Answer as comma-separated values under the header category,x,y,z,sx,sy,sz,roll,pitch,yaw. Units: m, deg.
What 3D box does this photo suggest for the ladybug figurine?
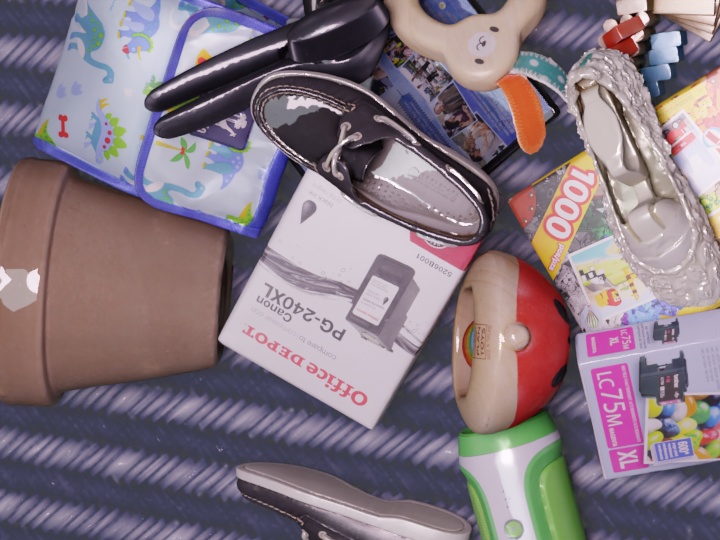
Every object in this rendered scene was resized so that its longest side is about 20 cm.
category,x,y,z,sx,sy,sz,roll,pitch,yaw
ladybug figurine,0.112,0.054,1.450,0.071,0.200,0.137,3,89,-4

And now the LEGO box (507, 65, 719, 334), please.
category,x,y,z,sx,sy,sz,roll,pitch,yaw
LEGO box,0.234,-0.042,1.442,0.199,0.077,0.150,-33,86,21

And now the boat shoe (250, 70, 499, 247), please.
category,x,y,z,sx,sy,sz,roll,pitch,yaw
boat shoe,0.008,-0.078,1.405,0.199,0.060,0.074,32,109,-3

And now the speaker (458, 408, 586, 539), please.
category,x,y,z,sx,sy,sz,roll,pitch,yaw
speaker,0.136,0.213,1.511,0.088,0.088,0.202,-14,92,22

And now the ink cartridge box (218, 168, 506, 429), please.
category,x,y,z,sx,sy,sz,roll,pitch,yaw
ink cartridge box,0.000,0.000,1.511,0.144,0.083,0.201,29,110,1

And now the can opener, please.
category,x,y,z,sx,sy,sz,roll,pitch,yaw
can opener,-0.069,-0.155,1.452,0.198,0.079,0.064,-21,49,9

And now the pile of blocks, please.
category,x,y,z,sx,sy,sz,roll,pitch,yaw
pile of blocks,0.215,-0.180,1.437,0.082,0.062,0.201,29,107,14

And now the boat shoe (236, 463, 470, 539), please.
category,x,y,z,sx,sy,sz,roll,pitch,yaw
boat shoe,-0.011,0.205,1.569,0.198,0.074,0.061,15,102,10

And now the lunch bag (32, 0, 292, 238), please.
category,x,y,z,sx,sy,sz,roll,pitch,yaw
lunch bag,-0.137,-0.140,1.540,0.199,0.127,0.171,26,108,14

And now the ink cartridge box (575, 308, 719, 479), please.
category,x,y,z,sx,sy,sz,roll,pitch,yaw
ink cartridge box,0.263,0.084,1.421,0.198,0.042,0.120,-12,127,7

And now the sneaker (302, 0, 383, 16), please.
category,x,y,z,sx,sy,sz,roll,pitch,yaw
sneaker,-0.022,-0.280,1.518,0.090,0.069,0.202,37,129,50

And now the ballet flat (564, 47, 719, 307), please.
category,x,y,z,sx,sy,sz,roll,pitch,yaw
ballet flat,0.192,-0.060,1.378,0.071,0.072,0.201,-25,89,22

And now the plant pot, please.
category,x,y,z,sx,sy,sz,roll,pitch,yaw
plant pot,-0.194,0.017,1.567,0.173,0.200,0.202,6,100,1

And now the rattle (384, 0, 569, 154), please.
category,x,y,z,sx,sy,sz,roll,pitch,yaw
rattle,0.088,-0.202,1.413,0.129,0.143,0.201,-12,59,-12

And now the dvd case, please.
category,x,y,z,sx,sy,sz,roll,pitch,yaw
dvd case,0.040,-0.117,1.535,0.200,0.018,0.143,-40,84,20
